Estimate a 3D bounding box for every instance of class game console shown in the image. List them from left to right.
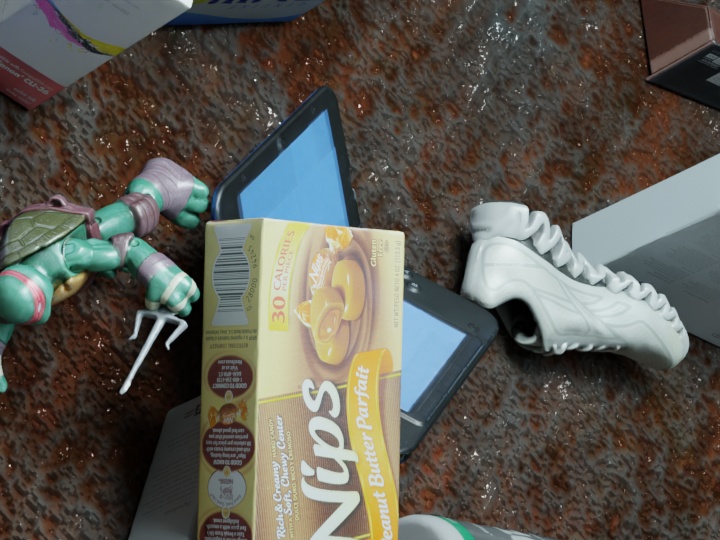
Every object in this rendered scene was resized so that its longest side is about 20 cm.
[{"bbox_3d":[0.000,0.000,1.752,0.170,0.119,0.200,28,32,8],"label":"game console"}]

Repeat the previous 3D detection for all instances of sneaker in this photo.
[{"bbox_3d":[0.145,0.029,1.961,0.199,0.075,0.081,30,66,-29],"label":"sneaker"}]

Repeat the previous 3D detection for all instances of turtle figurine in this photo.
[{"bbox_3d":[-0.162,0.005,1.600,0.101,0.149,0.200,69,25,-17],"label":"turtle figurine"}]

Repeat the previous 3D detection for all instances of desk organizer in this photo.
[{"bbox_3d":[0.312,-0.170,2.215,0.199,0.072,0.077,17,57,-39],"label":"desk organizer"}]

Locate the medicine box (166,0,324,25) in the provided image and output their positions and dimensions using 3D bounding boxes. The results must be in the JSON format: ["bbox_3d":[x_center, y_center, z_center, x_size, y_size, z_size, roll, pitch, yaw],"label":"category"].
[{"bbox_3d":[-0.058,-0.240,1.783,0.182,0.200,0.103,-7,74,-46],"label":"medicine box"}]

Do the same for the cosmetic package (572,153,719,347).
[{"bbox_3d":[0.274,-0.006,2.037,0.199,0.150,0.052,24,53,-36],"label":"cosmetic package"}]

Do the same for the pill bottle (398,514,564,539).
[{"bbox_3d":[0.099,0.222,1.780,0.199,0.113,0.114,15,61,-40],"label":"pill bottle"}]

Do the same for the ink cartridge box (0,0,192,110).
[{"bbox_3d":[-0.149,-0.190,1.668,0.067,0.200,0.117,33,51,-29],"label":"ink cartridge box"}]

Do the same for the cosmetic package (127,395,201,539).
[{"bbox_3d":[-0.081,0.177,1.653,0.101,0.071,0.201,38,48,-26],"label":"cosmetic package"}]

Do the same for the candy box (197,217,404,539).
[{"bbox_3d":[-0.033,0.074,1.617,0.115,0.055,0.201,5,85,-43],"label":"candy box"}]
